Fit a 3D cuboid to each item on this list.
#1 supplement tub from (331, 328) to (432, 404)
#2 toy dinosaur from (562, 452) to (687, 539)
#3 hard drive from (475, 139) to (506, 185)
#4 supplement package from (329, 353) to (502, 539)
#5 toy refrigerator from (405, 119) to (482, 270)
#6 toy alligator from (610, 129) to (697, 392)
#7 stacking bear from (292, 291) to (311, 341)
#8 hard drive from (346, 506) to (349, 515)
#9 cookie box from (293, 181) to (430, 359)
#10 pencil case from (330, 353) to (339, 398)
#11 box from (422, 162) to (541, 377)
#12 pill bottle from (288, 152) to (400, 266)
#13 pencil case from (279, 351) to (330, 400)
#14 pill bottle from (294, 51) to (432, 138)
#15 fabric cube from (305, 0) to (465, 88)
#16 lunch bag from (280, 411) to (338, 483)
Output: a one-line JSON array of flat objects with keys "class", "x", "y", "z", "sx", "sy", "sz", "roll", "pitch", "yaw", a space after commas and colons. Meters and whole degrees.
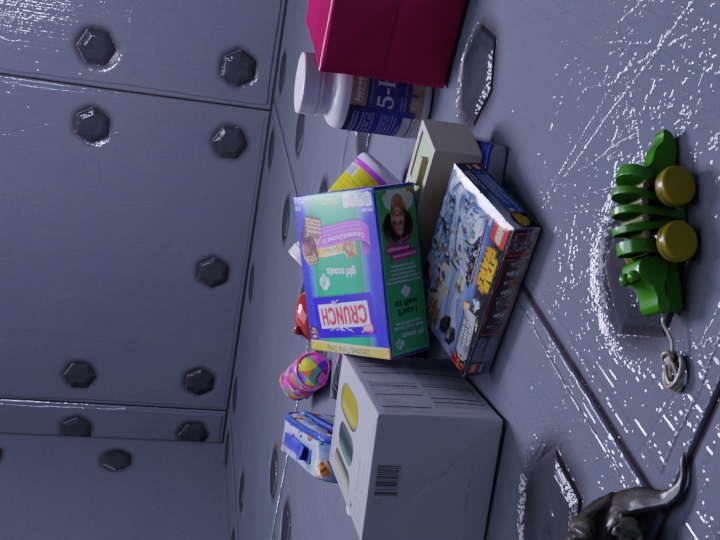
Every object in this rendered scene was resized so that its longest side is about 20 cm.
[{"class": "supplement tub", "x": 0.033, "y": 0.109, "z": 1.260, "sx": 0.124, "sy": 0.120, "sz": 0.203, "roll": -103, "pitch": 23, "yaw": -52}, {"class": "toy dinosaur", "x": 0.183, "y": 0.215, "z": 0.691, "sx": 0.204, "sy": 0.076, "sz": 0.102, "roll": -69, "pitch": -16, "yaw": 10}, {"class": "hard drive", "x": 0.130, "y": -0.101, "z": 1.136, "sx": 0.200, "sy": 0.025, "sz": 0.135, "roll": -135, "pitch": 51, "yaw": -72}, {"class": "supplement package", "x": 0.058, "y": 0.207, "z": 1.063, "sx": 0.200, "sy": 0.147, "sz": 0.155, "roll": -131, "pitch": 47, "yaw": -72}, {"class": "toy refrigerator", "x": 0.086, "y": -0.079, "z": 1.113, "sx": 0.077, "sy": 0.068, "sz": 0.203, "roll": -103, "pitch": 23, "yaw": -51}, {"class": "toy alligator", "x": 0.218, "y": -0.011, "z": 0.679, "sx": 0.059, "sy": 0.053, "sz": 0.205, "roll": 146, "pitch": 128, "yaw": -73}, {"class": "stacking bear", "x": -0.022, "y": 0.036, "z": 1.360, "sx": 0.199, "sy": 0.121, "sz": 0.115, "roll": -38, "pitch": 78, "yaw": 25}, {"class": "hard drive", "x": 0.015, "y": 0.330, "z": 1.425, "sx": 0.200, "sy": 0.025, "sz": 0.135, "roll": 142, "pitch": 131, "yaw": -72}, {"class": "cookie box", "x": 0.000, "y": 0.000, "z": 1.113, "sx": 0.170, "sy": 0.074, "sz": 0.205, "roll": 0, "pitch": 99, "yaw": 52}, {"class": "pencil case", "x": 0.002, "y": 0.110, "z": 1.440, "sx": 0.093, "sy": 0.090, "sz": 0.205, "roll": 3, "pitch": 84, "yaw": 45}, {"class": "box", "x": 0.128, "y": -0.001, "z": 1.019, "sx": 0.138, "sy": 0.039, "sz": 0.203, "roll": -123, "pitch": 38, "yaw": -46}, {"class": "pill bottle", "x": -0.023, "y": -0.081, "z": 1.416, "sx": 0.201, "sy": 0.104, "sz": 0.104, "roll": -49, "pitch": 18, "yaw": 2}, {"class": "pencil case", "x": -0.121, "y": 0.234, "z": 1.950, "sx": 0.200, "sy": 0.086, "sz": 0.090, "roll": 130, "pitch": 143, "yaw": -70}, {"class": "pill bottle", "x": 0.002, "y": -0.274, "z": 1.364, "sx": 0.120, "sy": 0.196, "sz": 0.123, "roll": -175, "pitch": 90, "yaw": -76}, {"class": "fabric cube", "x": 0.035, "y": -0.405, "z": 1.276, "sx": 0.198, "sy": 0.196, "sz": 0.202, "roll": -106, "pitch": 24, "yaw": -53}, {"class": "lunch bag", "x": -0.027, "y": 0.251, "z": 1.260, "sx": 0.199, "sy": 0.157, "sz": 0.077, "roll": 4, "pitch": 82, "yaw": 67}]
